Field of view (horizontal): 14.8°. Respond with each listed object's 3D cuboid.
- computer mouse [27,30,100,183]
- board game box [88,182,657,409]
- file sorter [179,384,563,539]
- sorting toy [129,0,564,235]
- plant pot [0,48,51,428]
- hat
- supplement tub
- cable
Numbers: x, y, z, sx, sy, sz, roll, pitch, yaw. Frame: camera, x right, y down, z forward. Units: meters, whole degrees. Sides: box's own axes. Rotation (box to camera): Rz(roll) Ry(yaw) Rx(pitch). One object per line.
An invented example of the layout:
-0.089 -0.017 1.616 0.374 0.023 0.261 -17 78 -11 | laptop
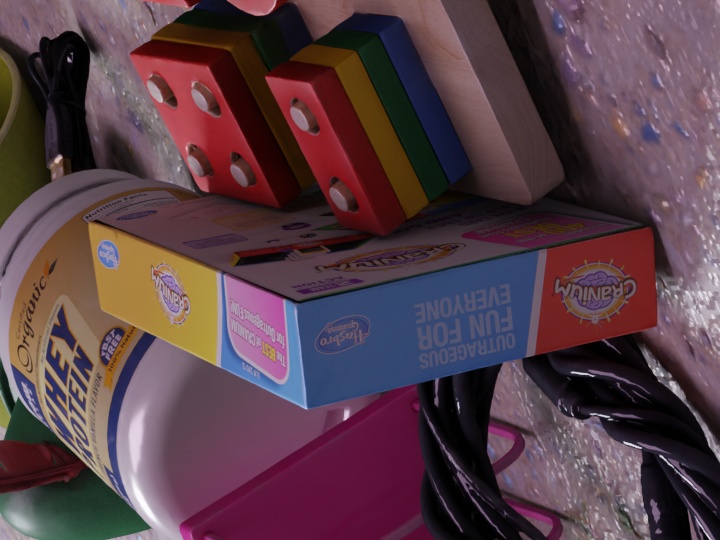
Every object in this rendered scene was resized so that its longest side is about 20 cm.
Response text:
-0.148 -0.036 1.567 0.200 0.044 0.110 86 171 -58 | computer mouse
0.000 0.000 1.096 0.200 0.153 0.040 21 119 62 | board game box
0.035 0.180 1.291 0.125 0.139 0.201 14 131 60 | file sorter
-0.039 -0.110 1.084 0.200 0.070 0.199 16 137 57 | sorting toy
-0.236 -0.003 1.683 0.187 0.187 0.200 33 161 52 | plant pot
-0.175 0.143 1.578 0.199 0.176 0.166 21 141 8 | hat
-0.096 0.039 1.405 0.200 0.144 0.145 35 148 50 | supplement tub
0.084 0.088 1.135 0.200 0.051 0.163 53 147 31 | cable
